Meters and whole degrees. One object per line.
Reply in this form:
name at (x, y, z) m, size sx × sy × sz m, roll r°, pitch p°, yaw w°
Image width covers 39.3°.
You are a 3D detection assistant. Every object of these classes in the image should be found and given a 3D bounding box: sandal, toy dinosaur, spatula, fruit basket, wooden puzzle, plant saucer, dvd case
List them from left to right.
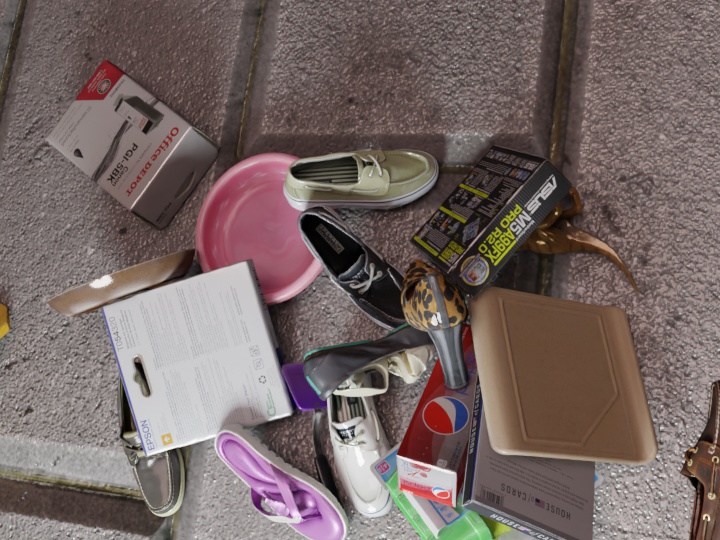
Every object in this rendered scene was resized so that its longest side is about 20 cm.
plant saucer at (-0.301, 0.019, 1.292) m, size 0.198 × 0.200 × 0.033 m, roll -21°, pitch 91°, yaw 14°
plant saucer at (-0.118, -0.050, 1.311) m, size 0.197 × 0.051 × 0.204 m, roll -6°, pitch 73°, yaw 19°
sandal at (-0.103, 0.264, 1.195) m, size 0.201 × 0.050 × 0.083 m, roll 34°, pitch 127°, yaw 20°
spatula at (-0.050, 0.208, 1.220) m, size 0.020 × 0.056 × 0.203 m, roll -26°, pitch 72°, yaw 45°
fruit basket at (0.133, 0.221, 1.112) m, size 0.199 × 0.094 × 0.186 m, roll -38°, pitch 56°, yaw -3°
dvd case at (0.182, 0.177, 1.054) m, size 0.025 × 0.149 × 0.202 m, roll -44°, pitch 27°, yaw 49°
wooden puzzle at (0.212, 0.114, 1.076) m, size 0.197 × 0.037 × 0.187 m, roll 7°, pitch 58°, yaw -22°
toy dinosaur at (0.236, -0.043, 1.178) m, size 0.197 × 0.060 × 0.108 m, roll 7°, pitch 102°, yaw 28°

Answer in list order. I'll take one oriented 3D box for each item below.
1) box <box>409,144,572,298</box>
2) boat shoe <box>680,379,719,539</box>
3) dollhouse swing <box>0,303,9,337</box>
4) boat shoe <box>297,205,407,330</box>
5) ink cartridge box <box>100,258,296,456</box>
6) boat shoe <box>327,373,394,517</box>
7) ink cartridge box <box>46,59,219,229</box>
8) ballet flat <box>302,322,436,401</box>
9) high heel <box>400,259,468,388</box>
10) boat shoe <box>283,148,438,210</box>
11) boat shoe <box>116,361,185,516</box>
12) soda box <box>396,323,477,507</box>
box at (0.141, -0.062, 1.142) m, size 0.044 × 0.200 × 0.161 m, roll 40°, pitch 92°, yaw -14°
boat shoe at (0.365, 0.211, 1.037) m, size 0.069 × 0.070 × 0.203 m, roll 0°, pitch 75°, yaw 17°
dollhouse swing at (-0.611, 0.141, 1.457) m, size 0.198 × 0.175 × 0.184 m, roll 23°, pitch 125°, yaw 24°
boat shoe at (0.000, 0.000, 1.210) m, size 0.072 × 0.068 × 0.200 m, roll -42°, pitch 89°, yaw 8°
ink cartridge box at (-0.200, 0.108, 1.254) m, size 0.197 × 0.043 × 0.199 m, roll -16°, pitch 92°, yaw 8°
boat shoe at (-0.011, 0.190, 1.192) m, size 0.073 × 0.067 × 0.203 m, roll -21°, pitch 69°, yaw 15°
ink cartridge box at (-0.317, -0.176, 1.405) m, size 0.199 × 0.083 × 0.148 m, roll 36°, pitch 89°, yaw 26°
ballet flat at (0.030, 0.105, 1.168) m, size 0.197 × 0.073 × 0.074 m, roll -15°, pitch 66°, yaw -21°
high heel at (0.076, 0.012, 1.096) m, size 0.070 × 0.144 × 0.201 m, roll -16°, pitch 39°, yaw -1°
boat shoe at (0.003, -0.114, 1.243) m, size 0.197 × 0.062 × 0.073 m, roll -11°, pitch 71°, yaw -7°
boat shoe at (-0.277, 0.213, 1.289) m, size 0.071 × 0.066 × 0.204 m, roll -20°, pitch 69°, yaw 14°
soda box at (0.102, 0.151, 1.095) m, size 0.069 × 0.064 × 0.201 m, roll 13°, pitch 46°, yaw 18°
